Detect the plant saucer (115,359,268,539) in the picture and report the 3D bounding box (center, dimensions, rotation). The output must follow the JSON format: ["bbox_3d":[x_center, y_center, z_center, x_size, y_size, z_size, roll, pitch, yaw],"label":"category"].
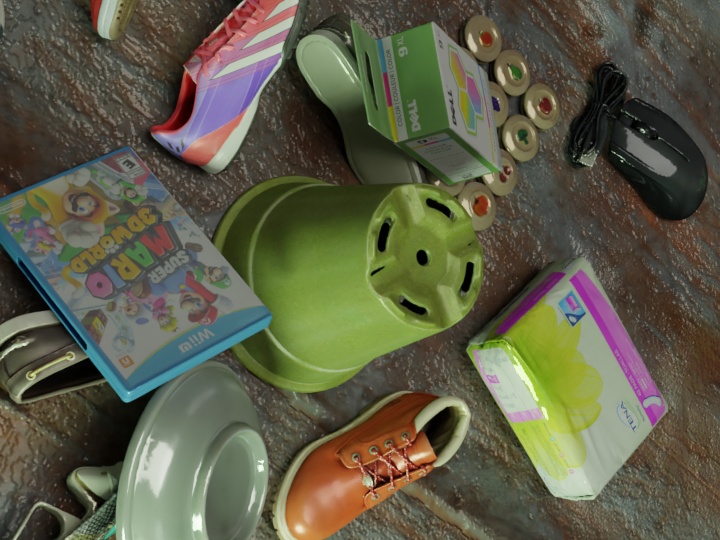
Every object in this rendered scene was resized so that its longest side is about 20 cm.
[{"bbox_3d":[-0.119,0.172,1.072,0.200,0.050,0.200,7,90,-66],"label":"plant saucer"}]

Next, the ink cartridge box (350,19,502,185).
[{"bbox_3d":[0.065,-0.156,1.222,0.200,0.059,0.104,26,53,-63],"label":"ink cartridge box"}]

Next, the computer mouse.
[{"bbox_3d":[0.324,-0.129,1.492,0.200,0.053,0.139,37,63,-26],"label":"computer mouse"}]

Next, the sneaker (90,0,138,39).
[{"bbox_3d":[-0.230,-0.298,1.114,0.112,0.071,0.200,11,102,-3],"label":"sneaker"}]

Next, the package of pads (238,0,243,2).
[{"bbox_3d":[-0.115,-0.358,1.206,0.200,0.068,0.155,49,58,-19],"label":"package of pads"}]

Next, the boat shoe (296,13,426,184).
[{"bbox_3d":[0.013,-0.145,1.261,0.202,0.072,0.060,60,42,-23],"label":"boat shoe"}]

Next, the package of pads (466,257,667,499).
[{"bbox_3d":[0.210,0.111,1.355,0.154,0.068,0.200,-41,106,-33],"label":"package of pads"}]

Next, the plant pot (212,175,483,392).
[{"bbox_3d":[0.000,0.000,1.158,0.200,0.190,0.200,6,80,-34],"label":"plant pot"}]

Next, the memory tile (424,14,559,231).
[{"bbox_3d":[0.120,-0.152,1.373,0.153,0.017,0.200,46,60,-21],"label":"memory tile"}]

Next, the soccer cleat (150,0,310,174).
[{"bbox_3d":[-0.108,-0.183,1.152,0.073,0.068,0.200,24,97,-28],"label":"soccer cleat"}]

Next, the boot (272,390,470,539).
[{"bbox_3d":[0.011,0.171,1.192,0.200,0.107,0.075,-39,107,-31],"label":"boot"}]

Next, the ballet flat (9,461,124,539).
[{"bbox_3d":[-0.217,0.194,1.051,0.200,0.072,0.072,-43,108,-34],"label":"ballet flat"}]

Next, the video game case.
[{"bbox_3d":[-0.185,-0.003,1.070,0.143,0.018,0.200,-28,68,-35],"label":"video game case"}]

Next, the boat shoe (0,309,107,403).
[{"bbox_3d":[-0.191,0.060,1.075,0.200,0.072,0.060,-9,61,-32],"label":"boat shoe"}]

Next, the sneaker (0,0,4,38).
[{"bbox_3d":[-0.323,-0.260,1.040,0.073,0.071,0.200,-31,101,-35],"label":"sneaker"}]
